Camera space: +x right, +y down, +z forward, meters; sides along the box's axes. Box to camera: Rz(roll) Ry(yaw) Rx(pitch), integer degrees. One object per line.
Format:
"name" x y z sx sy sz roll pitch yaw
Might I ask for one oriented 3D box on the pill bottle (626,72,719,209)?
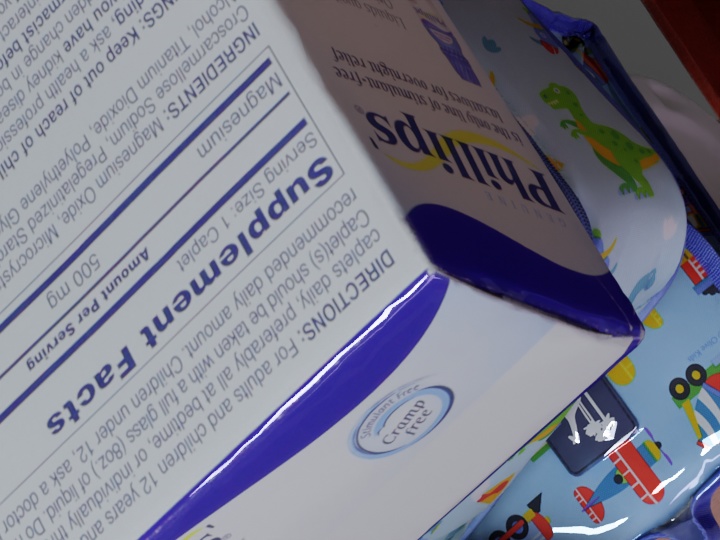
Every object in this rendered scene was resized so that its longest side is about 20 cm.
"pill bottle" 0.074 0.025 1.220 0.200 0.113 0.113 -46 156 24

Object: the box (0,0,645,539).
"box" -0.055 -0.006 0.836 0.184 0.200 0.105 -43 147 21

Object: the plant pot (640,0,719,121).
"plant pot" 0.225 -0.106 1.003 0.200 0.200 0.176 -43 144 20

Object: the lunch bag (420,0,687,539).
"lunch bag" 0.000 0.000 0.999 0.082 0.161 0.200 -15 148 -48

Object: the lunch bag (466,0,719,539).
"lunch bag" 0.068 0.024 1.090 0.150 0.200 0.094 -42 158 17
